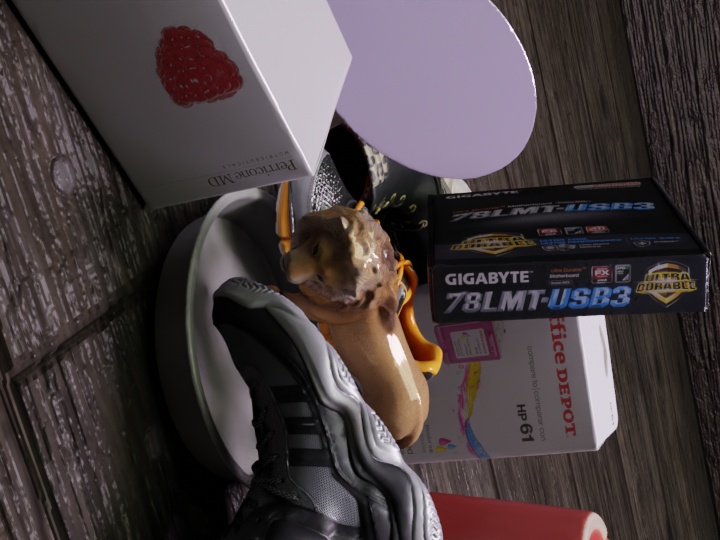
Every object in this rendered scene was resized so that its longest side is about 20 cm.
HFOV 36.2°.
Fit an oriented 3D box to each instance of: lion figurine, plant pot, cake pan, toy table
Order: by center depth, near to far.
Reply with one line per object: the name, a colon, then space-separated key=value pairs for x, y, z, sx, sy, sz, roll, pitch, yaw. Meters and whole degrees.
lion figurine: x=0.003 y=0.047 z=0.688 sx=0.072 sy=0.122 sz=0.202 roll=-44 pitch=117 yaw=-28
cake pan: x=-0.074 y=0.048 z=0.729 sx=0.200 sy=0.036 sz=0.204 roll=-8 pitch=90 yaw=-67
toy table: x=0.033 y=-0.164 z=0.796 sx=0.200 sy=0.183 sz=0.118 roll=49 pitch=8 yaw=-30
plant pot: x=0.120 y=0.280 z=0.927 sx=0.200 sy=0.175 sz=0.204 roll=-9 pitch=90 yaw=-67

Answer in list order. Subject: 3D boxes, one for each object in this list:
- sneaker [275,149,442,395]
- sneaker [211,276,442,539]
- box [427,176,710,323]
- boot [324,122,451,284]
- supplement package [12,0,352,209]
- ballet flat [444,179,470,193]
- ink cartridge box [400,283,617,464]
sneaker: x=0.000 y=0.000 z=0.776 sx=0.202 sy=0.076 sz=0.079 roll=69 pitch=28 yaw=-24
sneaker: x=-0.048 y=0.107 z=0.620 sx=0.113 sy=0.076 sz=0.201 roll=-34 pitch=84 yaw=-22
box: x=0.149 y=-0.020 z=0.853 sx=0.199 sy=0.196 sz=0.051 roll=-79 pitch=165 yaw=-69
boot: x=0.024 y=-0.057 z=0.960 sx=0.154 sy=0.072 sz=0.207 roll=-38 pitch=117 yaw=-59
supplement package: x=-0.103 y=-0.155 z=0.625 sx=0.121 sy=0.119 sz=0.201 roll=-75 pitch=147 yaw=-43
ballet flat: x=0.084 y=-0.042 z=1.087 sx=0.069 sy=0.068 sz=0.204 roll=21 pitch=66 yaw=-64
ink cartridge box: x=0.107 y=0.079 z=0.935 sx=0.084 sy=0.197 sz=0.147 roll=-14 pitch=94 yaw=-67
